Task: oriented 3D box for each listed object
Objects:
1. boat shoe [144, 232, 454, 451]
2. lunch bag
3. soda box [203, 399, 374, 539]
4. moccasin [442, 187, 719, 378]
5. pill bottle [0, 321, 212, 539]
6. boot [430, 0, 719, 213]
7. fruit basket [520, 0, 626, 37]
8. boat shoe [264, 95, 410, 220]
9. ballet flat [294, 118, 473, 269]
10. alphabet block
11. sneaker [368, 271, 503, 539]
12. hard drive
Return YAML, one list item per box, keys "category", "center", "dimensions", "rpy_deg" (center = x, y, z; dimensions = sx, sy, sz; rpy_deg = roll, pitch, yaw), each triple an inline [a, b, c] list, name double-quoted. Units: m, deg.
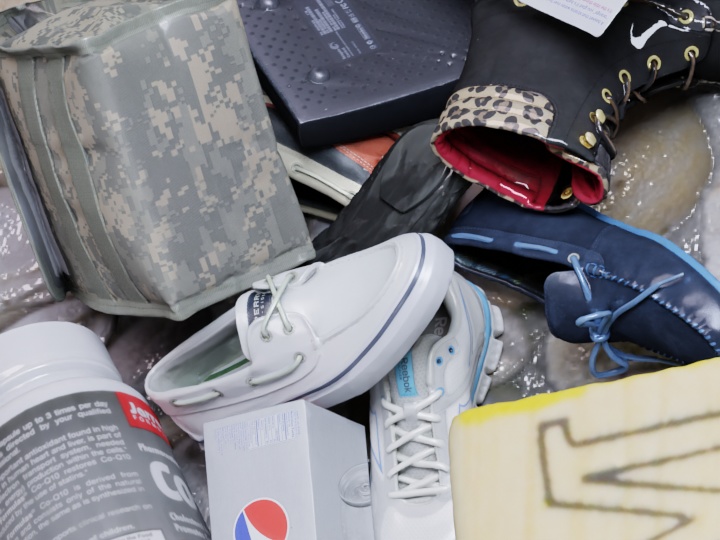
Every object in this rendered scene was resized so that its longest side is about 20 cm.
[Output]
- category: "boat shoe"
  center: [-0.037, 0.036, 1.541]
  dimensions: [0.200, 0.067, 0.074]
  rpy_deg: [-39, 32, 33]
- category: "lunch bag"
  center: [-0.137, -0.068, 1.624]
  dimensions: [0.117, 0.164, 0.200]
  rpy_deg: [-25, 16, -29]
- category: "soda box"
  center: [-0.031, 0.172, 1.505]
  dimensions: [0.063, 0.068, 0.200]
  rpy_deg: [-15, 67, 25]
- category: "moccasin"
  center: [0.124, 0.016, 1.559]
  dimensions: [0.068, 0.081, 0.200]
  rpy_deg: [-39, 40, -21]
- category: "pill bottle"
  center: [-0.147, 0.130, 1.577]
  dimensions: [0.114, 0.114, 0.200]
  rpy_deg: [-30, 55, 4]
- category: "boot"
  center: [0.142, -0.097, 1.576]
  dimensions: [0.200, 0.073, 0.151]
  rpy_deg: [19, 54, 5]
- category: "fruit basket"
  center: [0.136, -0.224, 1.573]
  dimensions: [0.185, 0.094, 0.200]
  rpy_deg: [31, 86, 49]
- category: "boat shoe"
  center: [-0.067, -0.065, 1.689]
  dimensions: [0.200, 0.071, 0.063]
  rpy_deg: [9, 68, 22]
- category: "ballet flat"
  center: [0.000, 0.000, 1.617]
  dimensions: [0.200, 0.057, 0.066]
  rpy_deg: [-48, 61, 15]
- category: "alphabet block"
  center: [0.161, 0.175, 1.375]
  dimensions: [0.196, 0.195, 0.200]
  rpy_deg: [-11, 59, 14]
- category: "sneaker"
  center: [0.030, 0.080, 1.550]
  dimensions: [0.075, 0.087, 0.200]
  rpy_deg: [-8, 60, 16]
- category: "hard drive"
  center: [0.028, -0.142, 1.669]
  dimensions: [0.200, 0.042, 0.135]
  rpy_deg: [-20, 52, -19]
